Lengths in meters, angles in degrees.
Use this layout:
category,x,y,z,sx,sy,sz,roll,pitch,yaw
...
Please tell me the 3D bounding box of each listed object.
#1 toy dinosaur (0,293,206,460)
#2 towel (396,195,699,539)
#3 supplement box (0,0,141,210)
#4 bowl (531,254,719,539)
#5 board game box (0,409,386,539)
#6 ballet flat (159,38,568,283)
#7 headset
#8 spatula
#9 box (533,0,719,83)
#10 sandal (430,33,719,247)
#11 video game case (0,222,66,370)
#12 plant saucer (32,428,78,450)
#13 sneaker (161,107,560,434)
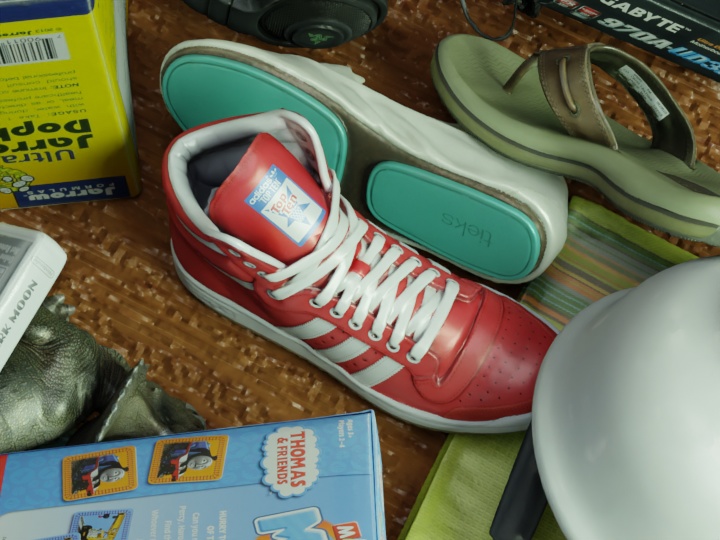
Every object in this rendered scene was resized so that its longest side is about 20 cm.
category,x,y,z,sx,sy,sz,roll,pitch,yaw
toy dinosaur,-0.165,0.050,1.046,0.198,0.077,0.103,-8,51,-9
towel,0.088,0.068,1.083,0.086,0.018,0.201,24,71,11
supplement box,-0.160,-0.114,1.060,0.109,0.200,0.110,-6,68,-1
bowl,0.176,0.065,0.999,0.200,0.091,0.202,15,48,-17
board game box,-0.088,0.122,0.959,0.198,0.037,0.152,-7,33,3
ballet flat,0.005,-0.056,1.112,0.199,0.070,0.070,25,71,11
headset,-0.006,-0.163,1.133,0.199,0.094,0.124,21,70,-2
spatula,0.056,0.130,1.033,0.056,0.021,0.201,21,83,3
box,0.166,-0.189,1.128,0.158,0.046,0.202,21,67,-25
sandal,0.113,-0.066,1.075,0.200,0.079,0.058,32,114,41
video game case,-0.234,0.049,1.036,0.199,0.023,0.183,12,66,43
plant saucer,-0.187,0.089,1.081,0.198,0.019,0.070,12,69,5
sneaker,0.000,0.000,1.051,0.199,0.113,0.072,22,67,16
